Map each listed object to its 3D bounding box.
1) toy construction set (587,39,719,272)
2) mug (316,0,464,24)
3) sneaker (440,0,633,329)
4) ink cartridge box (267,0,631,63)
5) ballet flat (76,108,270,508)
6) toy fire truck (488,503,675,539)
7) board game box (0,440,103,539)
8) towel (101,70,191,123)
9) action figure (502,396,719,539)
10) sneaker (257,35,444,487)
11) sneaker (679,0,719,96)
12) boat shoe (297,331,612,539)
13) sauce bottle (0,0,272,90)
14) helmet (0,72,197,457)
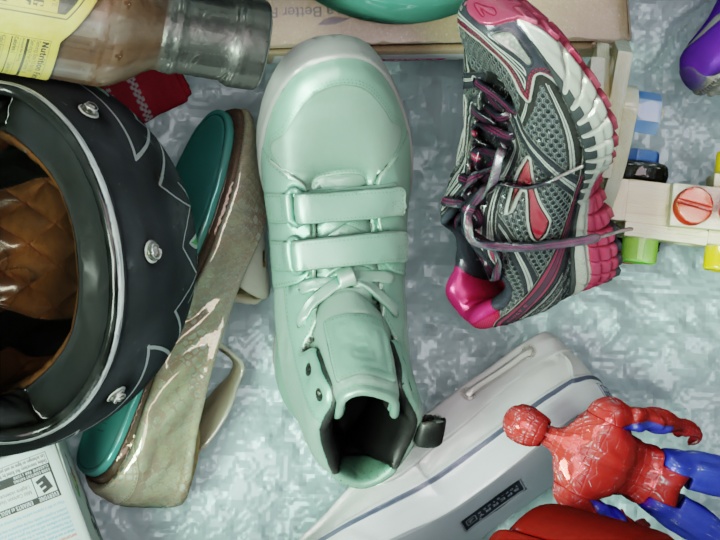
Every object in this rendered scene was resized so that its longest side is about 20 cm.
[{"bbox_3d":[0.176,-0.036,1.287,0.200,0.131,0.092,22,86,-3],"label":"toy construction set"},{"bbox_3d":[0.016,-0.177,1.212,0.152,0.114,0.185,22,88,-3],"label":"mug"},{"bbox_3d":[0.071,-0.046,1.220,0.075,0.200,0.081,-29,49,-14],"label":"sneaker"},{"bbox_3d":[0.025,-0.184,1.308,0.200,0.075,0.165,-1,90,-5],"label":"ink cartridge box"},{"bbox_3d":[-0.079,0.020,1.311,0.062,0.067,0.200,21,91,-30],"label":"ballet flat"},{"bbox_3d":[0.138,0.173,1.253,0.129,0.176,0.200,12,45,32],"label":"toy fire truck"},{"bbox_3d":[-0.177,0.191,1.277,0.147,0.064,0.200,-20,98,-5],"label":"board game box"},{"bbox_3d":[-0.194,-0.103,1.294,0.200,0.022,0.145,-26,115,-4],"label":"towel"},{"bbox_3d":[0.149,0.104,1.293,0.200,0.052,0.066,24,97,-30],"label":"action figure"},{"bbox_3d":[0.000,0.000,1.233,0.074,0.118,0.201,-8,120,-12],"label":"sneaker"},{"bbox_3d":[0.210,-0.175,1.327,0.100,0.070,0.200,45,78,-1],"label":"sneaker"},{"bbox_3d":[0.029,0.103,1.312,0.200,0.074,0.065,-31,60,-11],"label":"boat shoe"},{"bbox_3d":[-0.138,-0.115,1.166,0.200,0.065,0.065,8,88,-15],"label":"sauce bottle"},{"bbox_3d":[-0.172,-0.006,1.217,0.190,0.200,0.200,-7,89,-18],"label":"helmet"}]
